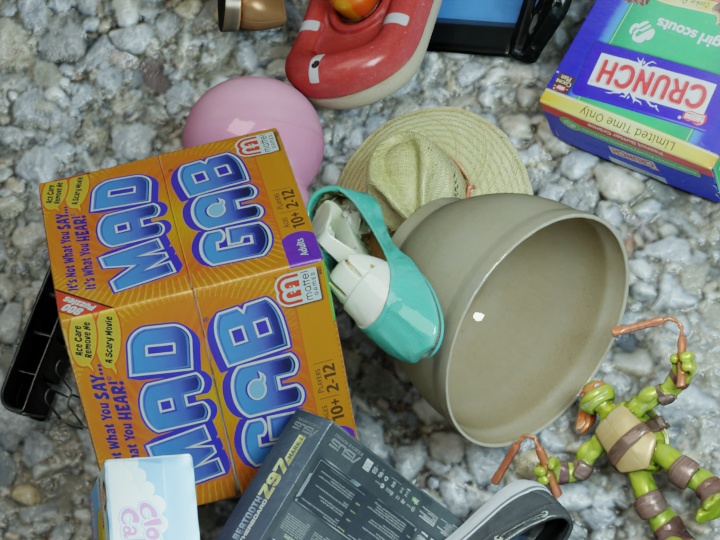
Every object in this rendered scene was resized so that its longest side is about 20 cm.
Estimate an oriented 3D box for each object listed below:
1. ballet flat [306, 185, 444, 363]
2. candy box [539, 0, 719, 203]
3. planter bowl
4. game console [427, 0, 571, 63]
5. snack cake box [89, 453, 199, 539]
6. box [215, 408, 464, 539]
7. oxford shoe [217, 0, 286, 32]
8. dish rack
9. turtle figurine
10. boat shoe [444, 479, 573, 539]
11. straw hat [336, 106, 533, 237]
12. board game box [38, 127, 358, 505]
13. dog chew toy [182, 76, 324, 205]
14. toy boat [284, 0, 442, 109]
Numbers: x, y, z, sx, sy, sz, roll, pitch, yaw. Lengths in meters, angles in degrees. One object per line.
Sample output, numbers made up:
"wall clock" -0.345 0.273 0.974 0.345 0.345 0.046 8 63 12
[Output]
"ballet flat" 0.000 0.000 1.624 0.067 0.070 0.200 -57 33 21
"candy box" 0.270 -0.180 1.778 0.169 0.077 0.200 24 78 27
"planter bowl" 0.097 0.020 1.691 0.135 0.200 0.200 33 81 39
"game console" 0.133 -0.295 1.862 0.116 0.176 0.201 18 72 -4
"snack cake box" -0.152 0.245 1.542 0.067 0.115 0.201 -3 71 -12
"box" -0.014 0.222 1.629 0.051 0.200 0.158 15 71 52
"oxford shoe" -0.096 -0.306 1.984 0.071 0.071 0.201 3 64 -10
"dish rack" -0.197 0.076 1.844 0.199 0.055 0.154 11 72 23
"turtle figurine" 0.210 0.147 1.661 0.200 0.064 0.161 -42 64 13
"boat shoe" 0.085 0.246 1.624 0.200 0.070 0.066 -41 33 -12
"straw hat" 0.045 -0.068 1.803 0.200 0.085 0.202 -8 64 16
"board game box" -0.127 0.041 1.674 0.199 0.201 0.200 -14 35 -5
"dog chew toy" -0.095 -0.062 1.837 0.124 0.125 0.201 -3 74 18
"toy boat" -0.009 -0.244 1.861 0.130 0.131 0.201 -1 62 38
